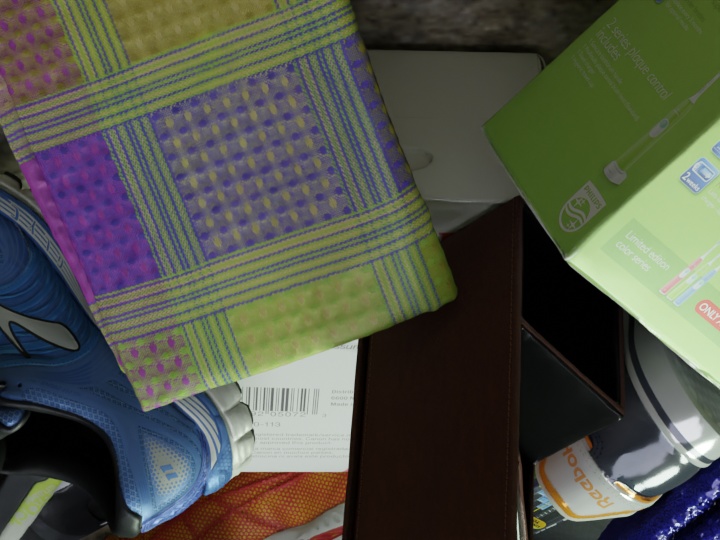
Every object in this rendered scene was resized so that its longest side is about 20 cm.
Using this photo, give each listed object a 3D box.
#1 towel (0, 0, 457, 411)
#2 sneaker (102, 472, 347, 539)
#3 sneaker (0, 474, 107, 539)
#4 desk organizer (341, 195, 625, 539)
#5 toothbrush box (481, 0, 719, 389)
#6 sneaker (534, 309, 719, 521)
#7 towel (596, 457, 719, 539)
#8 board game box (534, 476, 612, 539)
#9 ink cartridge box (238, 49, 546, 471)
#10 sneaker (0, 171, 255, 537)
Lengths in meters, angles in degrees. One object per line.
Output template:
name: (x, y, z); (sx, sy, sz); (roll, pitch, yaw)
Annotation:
towel: (-0.060, -0.059, 0.889); (0.144, 0.023, 0.200); (-19, 102, 19)
sneaker: (-0.045, 0.110, 1.178); (0.200, 0.077, 0.073); (-21, 157, 25)
sneaker: (-0.151, 0.119, 1.186); (0.083, 0.072, 0.200); (12, 143, -23)
desk organizer: (0.046, 0.073, 0.873); (0.077, 0.200, 0.072); (-31, 124, 29)
toothbrush box: (0.170, -0.060, 0.883); (0.200, 0.086, 0.146); (-42, 132, 14)
sneaker: (0.110, 0.042, 1.003); (0.079, 0.200, 0.078); (-36, 94, 17)
towel: (0.173, 0.078, 1.051); (0.050, 0.200, 0.148); (44, 136, 4)
board game box: (0.129, 0.134, 1.232); (0.200, 0.057, 0.165); (28, 134, -34)
ink cartridge box: (0.000, 0.000, 1.015); (0.146, 0.083, 0.200); (1, 143, -4)
sneaker: (-0.140, 0.031, 0.992); (0.200, 0.089, 0.079); (39, 148, 15)
